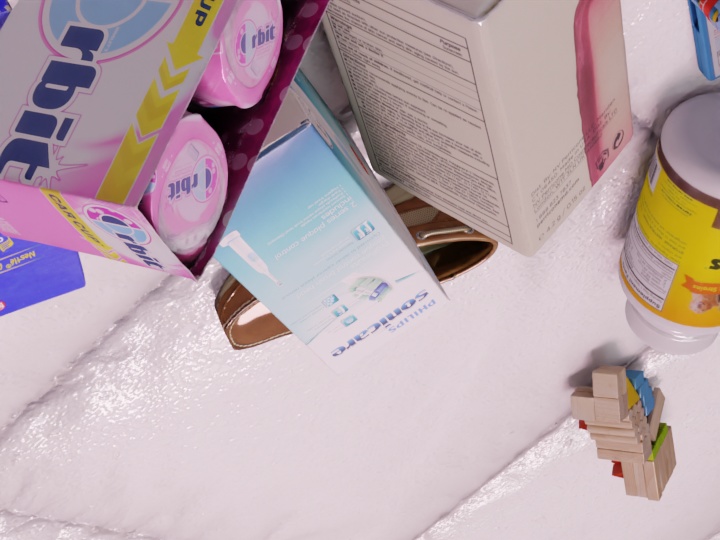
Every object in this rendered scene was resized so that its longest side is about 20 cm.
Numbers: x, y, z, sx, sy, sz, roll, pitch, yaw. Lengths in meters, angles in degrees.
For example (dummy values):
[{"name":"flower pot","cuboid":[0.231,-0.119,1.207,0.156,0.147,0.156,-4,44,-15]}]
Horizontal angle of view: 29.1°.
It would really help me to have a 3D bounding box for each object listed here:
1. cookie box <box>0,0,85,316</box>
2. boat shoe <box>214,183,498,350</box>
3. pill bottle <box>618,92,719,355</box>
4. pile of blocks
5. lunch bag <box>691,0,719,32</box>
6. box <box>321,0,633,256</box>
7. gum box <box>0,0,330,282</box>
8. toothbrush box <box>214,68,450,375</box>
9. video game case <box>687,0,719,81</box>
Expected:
[{"name":"cookie box","cuboid":[-0.245,-0.049,0.697,0.171,0.075,0.200,-20,142,-16]},{"name":"boat shoe","cuboid":[0.000,0.000,0.927,0.200,0.074,0.076,-28,144,-3]},{"name":"pill bottle","cuboid":[0.259,-0.028,1.044,0.109,0.109,0.200,-16,142,-19]},{"name":"pile of blocks","cuboid":[0.238,0.137,1.285,0.062,0.082,0.200,3,145,30]},{"name":"lunch bag","cuboid":[0.287,-0.168,0.829,0.200,0.151,0.094,9,129,-41]},{"name":"box","cuboid":[0.063,-0.124,0.754,0.109,0.128,0.200,-47,148,-18]},{"name":"gum box","cuboid":[-0.091,-0.106,0.629,0.200,0.113,0.066,-67,151,-20]},{"name":"toothbrush box","cuboid":[-0.046,-0.053,0.770,0.085,0.147,0.200,-33,143,5]},{"name":"video game case","cuboid":[0.273,-0.222,0.899,0.143,0.018,0.200,-30,144,1]}]
